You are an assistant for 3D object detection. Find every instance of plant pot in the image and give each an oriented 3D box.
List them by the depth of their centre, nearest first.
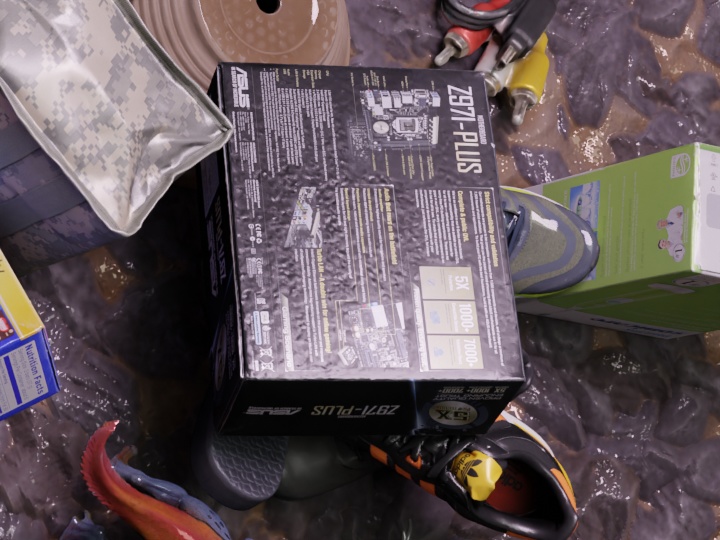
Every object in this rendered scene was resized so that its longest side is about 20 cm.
[{"bbox_3d":[-0.079,-0.156,1.451,0.201,0.093,0.201,6,78,-31],"label":"plant pot"}]

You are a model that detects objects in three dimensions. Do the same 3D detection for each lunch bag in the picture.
[{"bbox_3d":[-0.196,-0.107,1.325,0.200,0.164,0.118,52,59,-14],"label":"lunch bag"}]

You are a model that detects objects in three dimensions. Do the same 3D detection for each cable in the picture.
[{"bbox_3d":[0.115,-0.187,1.622,0.097,0.050,0.200,39,50,-2],"label":"cable"}]

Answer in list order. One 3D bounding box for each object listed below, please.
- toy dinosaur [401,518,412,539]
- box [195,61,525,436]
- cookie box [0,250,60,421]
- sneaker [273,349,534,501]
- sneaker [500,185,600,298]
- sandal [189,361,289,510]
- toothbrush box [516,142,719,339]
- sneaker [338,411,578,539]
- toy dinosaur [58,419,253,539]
[{"bbox_3d":[-0.001,0.262,1.456,0.102,0.077,0.200,43,67,-6],"label":"toy dinosaur"},{"bbox_3d":[-0.005,-0.012,1.360,0.163,0.086,0.200,0,65,-14],"label":"box"},{"bbox_3d":[-0.283,0.025,1.227,0.200,0.075,0.171,-27,65,-14],"label":"cookie box"},{"bbox_3d":[0.022,0.084,1.477,0.200,0.091,0.076,-27,99,-31],"label":"sneaker"},{"bbox_3d":[0.053,-0.030,1.481,0.200,0.081,0.074,14,88,-3],"label":"sneaker"},{"bbox_3d":[-0.065,0.061,1.433,0.076,0.043,0.200,42,42,-17],"label":"sandal"},{"bbox_3d":[0.208,-0.015,1.544,0.145,0.200,0.086,10,76,-30],"label":"toothbrush box"},{"bbox_3d":[0.049,0.098,1.399,0.200,0.090,0.070,31,95,-22],"label":"sneaker"},{"bbox_3d":[-0.089,0.191,1.361,0.181,0.200,0.105,34,79,11],"label":"toy dinosaur"}]
